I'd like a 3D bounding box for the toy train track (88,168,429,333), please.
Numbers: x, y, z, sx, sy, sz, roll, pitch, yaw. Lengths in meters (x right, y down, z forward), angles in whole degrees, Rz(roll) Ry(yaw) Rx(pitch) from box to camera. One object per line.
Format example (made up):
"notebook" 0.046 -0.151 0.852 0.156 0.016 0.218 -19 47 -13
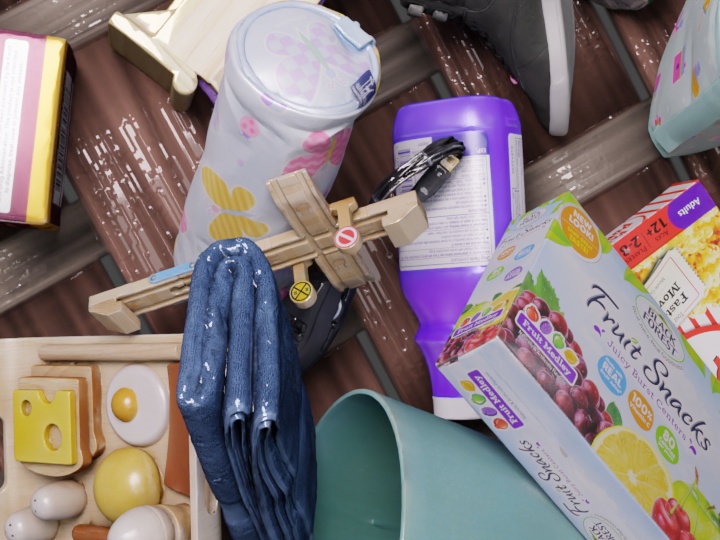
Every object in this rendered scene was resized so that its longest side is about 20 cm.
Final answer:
"toy train track" -0.058 0.004 0.665 0.199 0.115 0.033 -17 55 12

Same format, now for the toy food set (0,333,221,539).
"toy food set" -0.159 0.110 0.689 0.199 0.060 0.145 -3 89 35

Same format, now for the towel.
"towel" -0.053 0.080 0.651 0.048 0.201 0.112 -3 55 4

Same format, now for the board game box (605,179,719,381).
"board game box" 0.216 0.065 0.804 0.151 0.046 0.201 -36 95 -8

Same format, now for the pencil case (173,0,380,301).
"pencil case" -0.052 -0.059 0.688 0.083 0.200 0.091 33 48 6

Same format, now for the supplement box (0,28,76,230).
"supplement box" -0.276 -0.090 0.707 0.198 0.086 0.111 6 88 -9

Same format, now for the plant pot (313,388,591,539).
"plant pot" 0.051 0.186 0.707 0.160 0.200 0.202 15 87 -20

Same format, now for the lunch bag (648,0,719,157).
"lunch bag" 0.267 -0.163 0.754 0.122 0.170 0.201 36 84 1

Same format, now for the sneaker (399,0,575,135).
"sneaker" 0.080 -0.164 0.754 0.098 0.201 0.071 -5 47 16

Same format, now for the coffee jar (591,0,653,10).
"coffee jar" 0.186 -0.282 0.786 0.104 0.085 0.201 26 85 -8

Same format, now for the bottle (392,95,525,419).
"bottle" 0.065 -0.007 0.764 0.083 0.065 0.202 -4 89 34

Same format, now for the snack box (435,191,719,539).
"snack box" 0.144 0.074 0.693 0.200 0.053 0.142 49 41 -14

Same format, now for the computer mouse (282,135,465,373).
"computer mouse" 0.000 0.000 0.735 0.200 0.058 0.034 -50 64 19

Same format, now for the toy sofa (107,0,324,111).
"toy sofa" -0.061 -0.189 0.746 0.097 0.083 0.201 37 83 -10
